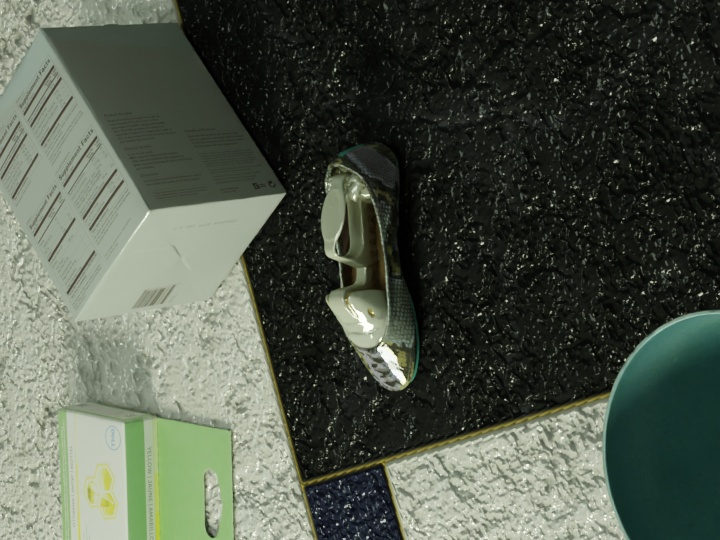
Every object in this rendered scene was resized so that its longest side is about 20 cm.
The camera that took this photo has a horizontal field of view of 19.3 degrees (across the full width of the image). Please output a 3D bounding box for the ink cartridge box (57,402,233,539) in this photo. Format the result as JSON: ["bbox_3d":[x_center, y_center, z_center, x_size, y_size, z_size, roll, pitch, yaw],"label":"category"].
[{"bbox_3d":[-0.197,0.204,1.928,0.200,0.048,0.146,7,100,47],"label":"ink cartridge box"}]

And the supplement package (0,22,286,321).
[{"bbox_3d":[-0.199,-0.087,1.809,0.200,0.152,0.151,57,131,23],"label":"supplement package"}]

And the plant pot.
[{"bbox_3d":[0.276,0.117,1.375,0.200,0.135,0.200,8,102,44],"label":"plant pot"}]

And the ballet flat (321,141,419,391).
[{"bbox_3d":[0.000,0.000,1.683,0.072,0.072,0.201,-2,95,45],"label":"ballet flat"}]
